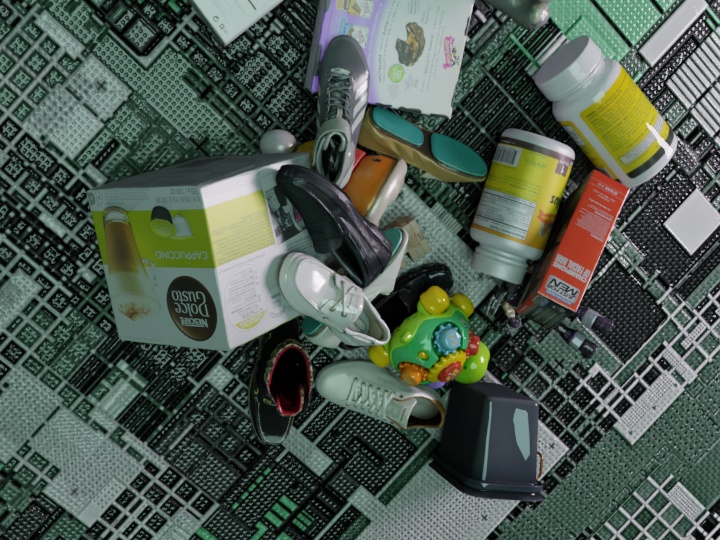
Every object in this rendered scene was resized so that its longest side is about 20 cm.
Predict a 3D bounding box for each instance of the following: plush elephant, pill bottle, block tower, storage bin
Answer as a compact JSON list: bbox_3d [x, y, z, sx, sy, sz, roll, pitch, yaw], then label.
[{"bbox_3d":[0.191,-0.435,1.283,0.199,0.165,0.156,29,123,7],"label":"plush elephant"},{"bbox_3d":[0.220,-0.088,1.391,0.108,0.109,0.202,16,96,-14],"label":"pill bottle"},{"bbox_3d":[0.000,0.000,1.401,0.199,0.054,0.058,-32,106,-2],"label":"block tower"},{"bbox_3d":[0.194,0.239,1.430,0.144,0.200,0.136,7,92,-13],"label":"storage bin"},{"bbox_3d":[0.341,-0.221,1.388,0.114,0.114,0.200,-44,108,1],"label":"pill bottle"}]

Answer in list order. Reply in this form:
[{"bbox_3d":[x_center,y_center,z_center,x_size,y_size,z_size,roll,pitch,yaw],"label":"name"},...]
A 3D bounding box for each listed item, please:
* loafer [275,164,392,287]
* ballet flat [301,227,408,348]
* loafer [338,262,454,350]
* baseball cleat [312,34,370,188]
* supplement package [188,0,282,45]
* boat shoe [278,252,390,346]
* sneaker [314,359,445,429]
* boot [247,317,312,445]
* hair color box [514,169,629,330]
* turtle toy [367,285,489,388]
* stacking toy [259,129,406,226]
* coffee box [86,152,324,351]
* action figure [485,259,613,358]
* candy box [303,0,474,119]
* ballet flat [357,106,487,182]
[{"bbox_3d":[-0.035,-0.053,1.214,0.200,0.068,0.071,44,66,-36],"label":"loafer"},{"bbox_3d":[0.003,0.027,1.354,0.069,0.069,0.200,41,97,-17],"label":"ballet flat"},{"bbox_3d":[0.052,0.059,1.420,0.199,0.063,0.072,-29,107,-4],"label":"loafer"},{"bbox_3d":[-0.023,-0.198,1.236,0.069,0.106,0.203,3,92,-2],"label":"baseball cleat"},{"bbox_3d":[-0.131,-0.393,1.248,0.199,0.121,0.120,-38,107,-1],"label":"supplement package"},{"bbox_3d":[-0.025,0.038,1.240,0.200,0.069,0.071,39,67,-47],"label":"boat shoe"},{"bbox_3d":[0.034,0.182,1.435,0.198,0.085,0.074,14,102,-13],"label":"sneaker"},{"bbox_3d":[-0.109,0.164,1.366,0.072,0.151,0.203,7,101,-13],"label":"boot"},{"bbox_3d":[0.294,-0.028,1.385,0.063,0.111,0.201,27,72,0],"label":"hair color box"},{"bbox_3d":[0.114,0.110,1.407,0.146,0.101,0.199,-45,150,19],"label":"turtle toy"},{"bbox_3d":[-0.049,-0.128,1.337,0.199,0.146,0.147,31,96,-1],"label":"stacking toy"},{"bbox_3d":[-0.184,-0.028,1.242,0.199,0.198,0.200,-26,113,-50],"label":"coffee box"},{"bbox_3d":[0.268,0.052,1.462,0.199,0.069,0.131,33,102,-2],"label":"action figure"},{"bbox_3d":[0.038,-0.305,1.329,0.197,0.072,0.170,9,101,-13],"label":"candy box"},{"bbox_3d":[0.082,-0.165,1.381,0.198,0.069,0.063,25,137,-17],"label":"ballet flat"}]
